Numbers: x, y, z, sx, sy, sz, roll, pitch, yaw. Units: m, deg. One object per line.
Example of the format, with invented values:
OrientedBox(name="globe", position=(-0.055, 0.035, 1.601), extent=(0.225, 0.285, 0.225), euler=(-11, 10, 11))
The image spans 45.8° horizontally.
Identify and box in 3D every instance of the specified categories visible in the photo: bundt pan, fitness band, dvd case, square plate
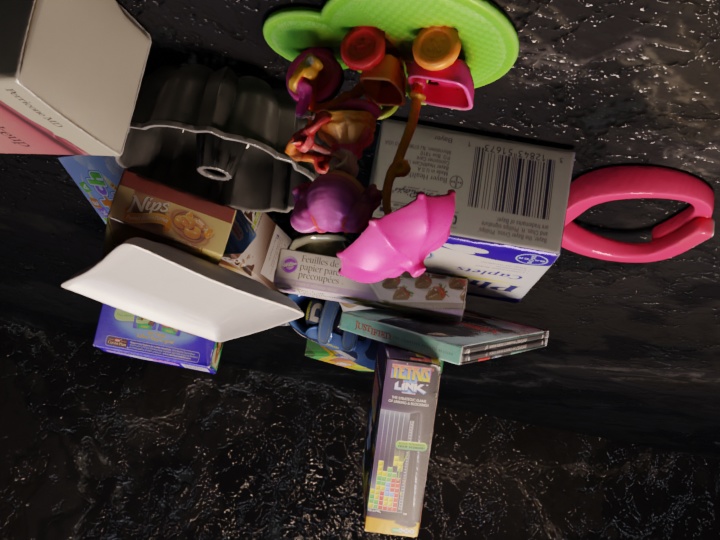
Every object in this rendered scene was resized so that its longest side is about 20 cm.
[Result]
OrientedBox(name="bundt pan", position=(-0.127, -0.123, 0.780), extent=(0.198, 0.077, 0.202), euler=(9, 166, 2))
OrientedBox(name="fitness band", position=(0.268, -0.055, 0.860), extent=(0.141, 0.038, 0.200), euler=(14, 165, -4))
OrientedBox(name="dvd case", position=(0.091, 0.062, 0.886), extent=(0.144, 0.022, 0.198), euler=(14, -172, 35))
OrientedBox(name="square plate", position=(-0.184, 0.021, 0.876), extent=(0.196, 0.029, 0.199), euler=(24, 155, -30))

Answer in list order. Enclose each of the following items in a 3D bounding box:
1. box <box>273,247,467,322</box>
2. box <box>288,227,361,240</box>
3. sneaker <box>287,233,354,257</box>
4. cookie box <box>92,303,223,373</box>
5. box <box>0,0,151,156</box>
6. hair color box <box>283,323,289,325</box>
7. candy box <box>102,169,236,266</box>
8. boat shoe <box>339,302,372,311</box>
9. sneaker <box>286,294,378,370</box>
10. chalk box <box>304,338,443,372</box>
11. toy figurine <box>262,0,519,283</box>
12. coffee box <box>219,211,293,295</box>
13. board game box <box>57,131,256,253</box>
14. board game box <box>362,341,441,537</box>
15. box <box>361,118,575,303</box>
OrientedBox(name="box", position=(0.011, 0.015, 0.871), extent=(0.196, 0.039, 0.042), euler=(10, 166, 7))
OrientedBox(name="box", position=(0.015, -0.025, 1.135), extent=(0.198, 0.041, 0.136), euler=(-3, 159, 42))
OrientedBox(name="sneaker", position=(0.000, 0.000, 1.026), extent=(0.196, 0.068, 0.090), euler=(12, 169, 12))
OrientedBox(name="cookie box", position=(-0.268, 0.028, 1.212), extent=(0.168, 0.204, 0.075), euler=(11, 167, -2))
OrientedBox(name="box", position=(-0.287, -0.165, 0.664), extent=(0.196, 0.111, 0.128), euler=(5, 165, 23))
OrientedBox(name="hair color box", position=(-0.069, 0.044, 1.287), extent=(0.198, 0.062, 0.098), euler=(-7, -178, -44))
OrientedBox(name="candy box", position=(-0.207, -0.025, 0.891), extent=(0.113, 0.056, 0.200), euler=(18, 158, -13))
OrientedBox(name="boat shoe", position=(0.065, 0.002, 0.980), extent=(0.197, 0.071, 0.070), euler=(-24, 140, -7))
OrientedBox(name="sneaker", position=(-0.020, 0.068, 1.035), extent=(0.198, 0.075, 0.082), euler=(9, 164, 46))
OrientedBox(name="chalk box", position=(0.041, 0.067, 1.133), extent=(0.198, 0.126, 0.123), euler=(-4, 161, 45))
OrientedBox(name="toy figurine", position=(0.004, -0.086, 0.610), extent=(0.196, 0.188, 0.150), euler=(6, 166, 18))
OrientedBox(name="coffee box", position=(-0.154, -0.020, 1.102), extent=(0.111, 0.081, 0.200), euler=(-1, 147, 37))
OrientedBox(name="board game box", position=(-0.229, -0.084, 0.954), extent=(0.197, 0.037, 0.153), euler=(0, 132, 38))
OrientedBox(name="board game box", position=(0.037, 0.152, 0.877), extent=(0.055, 0.169, 0.200), euler=(6, -174, -1))
OrientedBox(name="box", position=(0.096, -0.051, 0.846), extent=(0.180, 0.107, 0.200), euler=(10, 166, 3))
